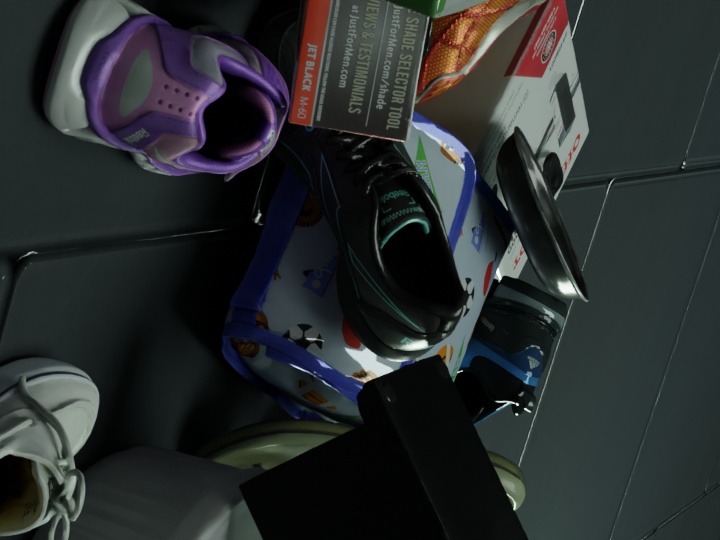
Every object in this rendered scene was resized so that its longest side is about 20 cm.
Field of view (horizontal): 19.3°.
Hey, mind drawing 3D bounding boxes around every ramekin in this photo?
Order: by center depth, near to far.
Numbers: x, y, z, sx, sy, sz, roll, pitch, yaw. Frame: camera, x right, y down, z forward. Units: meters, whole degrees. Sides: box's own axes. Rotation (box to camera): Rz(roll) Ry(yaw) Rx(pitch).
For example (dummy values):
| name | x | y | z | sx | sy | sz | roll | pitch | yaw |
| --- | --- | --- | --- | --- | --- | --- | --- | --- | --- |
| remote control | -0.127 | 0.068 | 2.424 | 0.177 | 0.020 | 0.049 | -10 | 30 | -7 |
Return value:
| name | x | y | z | sx | sy | sz | roll | pitch | yaw |
| --- | --- | --- | --- | --- | --- | --- | --- | --- | --- |
| ramekin | -0.118 | 0.189 | 1.167 | 0.202 | 0.094 | 0.203 | -53 | 155 | -38 |

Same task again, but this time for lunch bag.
| name | x | y | z | sx | sy | sz | roll | pitch | yaw |
| --- | --- | --- | --- | --- | --- | --- | --- | --- | --- |
| lunch bag | 0.000 | 0.000 | 1.247 | 0.200 | 0.124 | 0.170 | 46 | 61 | -58 |

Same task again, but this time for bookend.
| name | x | y | z | sx | sy | sz | roll | pitch | yaw |
| --- | --- | --- | --- | --- | --- | --- | --- | --- | --- |
| bookend | -0.011 | 0.180 | 1.127 | 0.200 | 0.199 | 0.092 | -29 | 174 | 24 |

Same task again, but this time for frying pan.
| name | x | y | z | sx | sy | sz | roll | pitch | yaw |
| --- | --- | --- | --- | --- | --- | --- | --- | --- | --- |
| frying pan | 0.107 | -0.054 | 1.321 | 0.190 | 0.031 | 0.115 | -99 | 164 | -54 |

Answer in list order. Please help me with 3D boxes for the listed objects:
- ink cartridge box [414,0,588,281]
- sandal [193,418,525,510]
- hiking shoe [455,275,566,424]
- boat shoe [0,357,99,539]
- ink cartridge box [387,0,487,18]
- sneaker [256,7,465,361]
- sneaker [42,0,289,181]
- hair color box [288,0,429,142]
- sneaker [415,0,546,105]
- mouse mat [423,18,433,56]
| name | x | y | z | sx | sy | sz | roll | pitch | yaw |
| --- | --- | --- | --- | --- | --- | --- | --- | --- | --- |
| ink cartridge box | 0.080 | -0.094 | 1.408 | 0.145 | 0.084 | 0.200 | -63 | 160 | -18 |
| sandal | -0.003 | 0.128 | 1.253 | 0.080 | 0.200 | 0.058 | 87 | 11 | -70 |
| hiking shoe | 0.048 | 0.063 | 1.377 | 0.200 | 0.074 | 0.087 | -22 | -135 | 55 |
| boat shoe | -0.162 | 0.099 | 0.978 | 0.202 | 0.086 | 0.075 | -25 | 132 | -62 |
| ink cartridge box | -0.022 | -0.207 | 0.873 | 0.084 | 0.200 | 0.145 | -29 | 136 | -55 |
| sneaker | 0.007 | -0.052 | 1.135 | 0.075 | 0.200 | 0.079 | -24 | 180 | -21 |
| sneaker | -0.072 | -0.078 | 1.033 | 0.200 | 0.088 | 0.081 | 6 | 103 | -70 |
| hair color box | 0.003 | -0.158 | 1.068 | 0.200 | 0.064 | 0.111 | -92 | -169 | -62 |
| sneaker | 0.061 | -0.168 | 1.273 | 0.200 | 0.077 | 0.073 | -42 | -159 | 5 |
| mouse mat | 0.034 | -0.181 | 1.157 | 0.200 | 0.008 | 0.161 | 133 | -36 | -83 |
